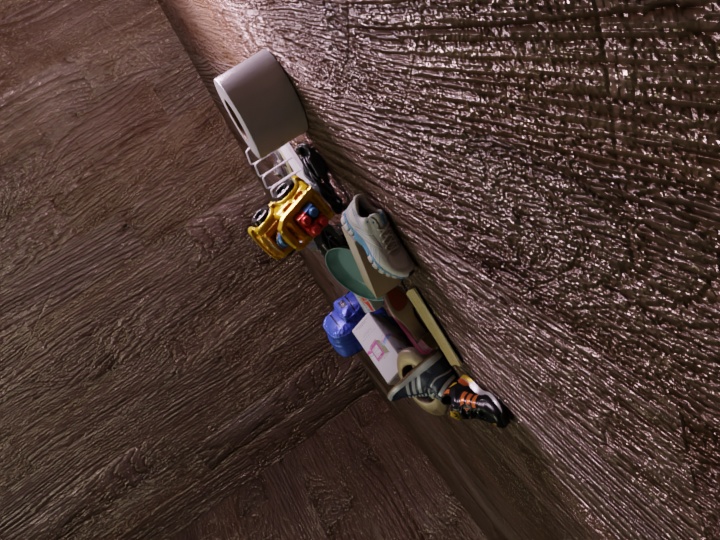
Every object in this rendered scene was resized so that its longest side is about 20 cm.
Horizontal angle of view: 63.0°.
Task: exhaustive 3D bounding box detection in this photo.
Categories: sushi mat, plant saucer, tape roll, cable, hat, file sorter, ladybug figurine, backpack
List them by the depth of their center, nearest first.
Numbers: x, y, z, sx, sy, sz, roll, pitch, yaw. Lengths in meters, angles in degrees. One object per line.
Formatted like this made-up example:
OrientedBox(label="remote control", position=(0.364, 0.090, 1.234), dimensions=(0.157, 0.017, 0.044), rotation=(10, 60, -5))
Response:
OrientedBox(label="sushi mat", position=(0.165, 0.128, 1.323), dimensions=(0.202, 0.012, 0.096), rotation=(58, 173, 3))
OrientedBox(label="tape roll", position=(-0.230, -0.383, 1.361), dimensions=(0.205, 0.138, 0.203), rotation=(56, 171, 13))
OrientedBox(label="cable", position=(-0.109, -0.229, 1.498), dimensions=(0.202, 0.050, 0.163), rotation=(58, 170, -10))
OrientedBox(label="plant saucer", position=(0.000, 0.000, 1.521), dimensions=(0.197, 0.036, 0.202), rotation=(25, 150, 16))
OrientedBox(label="ladybug figurine", position=(0.175, 0.286, 1.548), dimensions=(0.135, 0.071, 0.203), rotation=(-29, 92, 48))
OrientedBox(label="hat", position=(-0.055, -0.086, 1.603), dimensions=(0.199, 0.081, 0.202), rotation=(38, 157, 19))
OrientedBox(label="file sorter", position=(-0.240, -0.295, 1.779), dimensions=(0.202, 0.123, 0.139), rotation=(56, 172, 7))
OrientedBox(label="backpack", position=(-0.025, 0.165, 1.917), dimensions=(0.170, 0.198, 0.162), rotation=(61, 171, -27))

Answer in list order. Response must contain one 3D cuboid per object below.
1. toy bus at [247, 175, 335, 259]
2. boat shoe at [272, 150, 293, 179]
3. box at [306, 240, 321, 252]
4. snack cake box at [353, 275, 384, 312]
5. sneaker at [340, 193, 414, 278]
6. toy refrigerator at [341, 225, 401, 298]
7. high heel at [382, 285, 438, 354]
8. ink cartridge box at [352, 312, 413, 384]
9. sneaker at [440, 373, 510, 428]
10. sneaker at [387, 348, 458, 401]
OrientedBox(label="toy bus", position=(-0.159, -0.113, 1.445), dimensions=(0.136, 0.201, 0.191), rotation=(45, 174, -32))
OrientedBox(label="boat shoe", position=(-0.259, -0.334, 1.943), dimensions=(0.203, 0.064, 0.073), rotation=(60, 173, -7))
OrientedBox(label="box", position=(-0.135, -0.111, 1.773), dimensions=(0.198, 0.041, 0.156), rotation=(19, -156, -47))
OrientedBox(label="snack cake box", position=(0.023, 0.055, 1.699), dimensions=(0.117, 0.066, 0.200), rotation=(59, 171, 0))
OrientedBox(label="sneaker", position=(0.039, -0.071, 1.176), dimensions=(0.200, 0.074, 0.087), rotation=(46, 144, 14))
OrientedBox(label="toy refrigerator", position=(0.027, -0.036, 1.330), dimensions=(0.070, 0.075, 0.202), rotation=(49, 168, 42))
OrientedBox(label="high heel", position=(0.110, 0.119, 1.421), dimensions=(0.202, 0.067, 0.096), rotation=(55, 165, 8))
OrientedBox(label="ink cartridge box", position=(0.088, 0.229, 1.711), dimensions=(0.143, 0.085, 0.201), rotation=(15, -147, -54))
OrientedBox(label="sneaker", position=(0.237, 0.293, 1.237), dimensions=(0.071, 0.089, 0.200), rotation=(59, 172, -18))
OrientedBox(label="sneaker", position=(0.157, 0.296, 1.465), dimensions=(0.109, 0.200, 0.070), rotation=(49, -150, 9))
